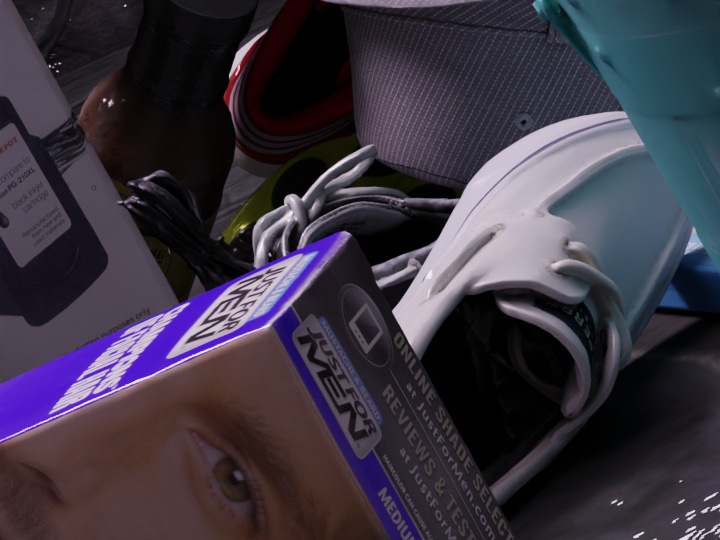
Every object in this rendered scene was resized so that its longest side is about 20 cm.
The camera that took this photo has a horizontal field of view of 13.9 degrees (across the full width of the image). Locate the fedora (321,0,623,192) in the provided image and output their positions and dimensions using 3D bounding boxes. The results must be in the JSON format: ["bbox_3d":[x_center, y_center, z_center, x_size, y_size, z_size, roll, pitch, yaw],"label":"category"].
[{"bbox_3d":[0.076,-0.070,1.015,0.200,0.090,0.177,-2,10,-15],"label":"fedora"}]

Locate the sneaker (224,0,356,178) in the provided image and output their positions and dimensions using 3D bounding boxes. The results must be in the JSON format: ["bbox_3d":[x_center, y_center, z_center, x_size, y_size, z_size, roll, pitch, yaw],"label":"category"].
[{"bbox_3d":[0.031,-0.111,1.139,0.200,0.078,0.116,-47,5,-7],"label":"sneaker"}]

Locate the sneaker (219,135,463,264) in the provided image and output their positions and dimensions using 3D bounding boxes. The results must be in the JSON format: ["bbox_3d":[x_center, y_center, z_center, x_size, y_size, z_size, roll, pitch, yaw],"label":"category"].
[{"bbox_3d":[0.026,-0.028,1.139,0.200,0.074,0.084,-33,-9,-28],"label":"sneaker"}]

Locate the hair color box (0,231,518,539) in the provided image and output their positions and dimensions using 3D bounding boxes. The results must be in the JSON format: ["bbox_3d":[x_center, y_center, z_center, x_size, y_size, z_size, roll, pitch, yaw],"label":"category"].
[{"bbox_3d":[-0.067,0.082,0.697,0.200,0.109,0.065,-25,11,24],"label":"hair color box"}]

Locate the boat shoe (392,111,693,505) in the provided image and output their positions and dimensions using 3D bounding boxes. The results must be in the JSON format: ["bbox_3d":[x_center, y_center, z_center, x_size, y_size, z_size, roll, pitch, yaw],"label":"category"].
[{"bbox_3d":[0.041,0.020,0.823,0.200,0.072,0.066,-38,18,-34],"label":"boat shoe"}]

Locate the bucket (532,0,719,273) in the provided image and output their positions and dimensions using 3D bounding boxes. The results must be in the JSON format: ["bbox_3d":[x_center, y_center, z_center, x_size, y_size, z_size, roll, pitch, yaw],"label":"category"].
[{"bbox_3d":[0.154,-0.078,0.765,0.207,0.135,0.207,-23,17,8],"label":"bucket"}]

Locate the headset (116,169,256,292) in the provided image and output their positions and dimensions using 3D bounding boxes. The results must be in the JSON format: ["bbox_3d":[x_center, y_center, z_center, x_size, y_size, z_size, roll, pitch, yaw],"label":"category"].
[{"bbox_3d":[-0.096,0.063,0.909,0.200,0.094,0.123,-47,19,-28],"label":"headset"}]

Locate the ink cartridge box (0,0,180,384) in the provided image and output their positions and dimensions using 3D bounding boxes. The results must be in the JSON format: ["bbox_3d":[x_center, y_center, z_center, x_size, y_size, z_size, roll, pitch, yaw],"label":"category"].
[{"bbox_3d":[-0.138,-0.010,1.041,0.084,0.200,0.145,-30,5,-18],"label":"ink cartridge box"}]

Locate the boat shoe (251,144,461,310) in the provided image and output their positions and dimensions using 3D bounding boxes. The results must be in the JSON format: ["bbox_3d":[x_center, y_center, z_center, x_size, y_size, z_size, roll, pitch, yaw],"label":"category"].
[{"bbox_3d":[-0.002,0.002,0.980,0.074,0.068,0.199,-40,19,-16],"label":"boat shoe"}]

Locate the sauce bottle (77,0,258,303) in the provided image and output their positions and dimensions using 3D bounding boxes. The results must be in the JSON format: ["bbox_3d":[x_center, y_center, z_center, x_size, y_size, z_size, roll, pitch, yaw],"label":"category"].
[{"bbox_3d":[-0.085,-0.030,1.127,0.065,0.065,0.200,-41,-24,-49],"label":"sauce bottle"}]

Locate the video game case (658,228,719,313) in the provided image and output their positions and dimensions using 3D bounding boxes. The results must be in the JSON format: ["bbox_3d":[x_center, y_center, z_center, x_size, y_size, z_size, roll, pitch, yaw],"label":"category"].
[{"bbox_3d":[0.177,-0.044,0.920,0.200,0.018,0.143,-32,11,-15],"label":"video game case"}]
